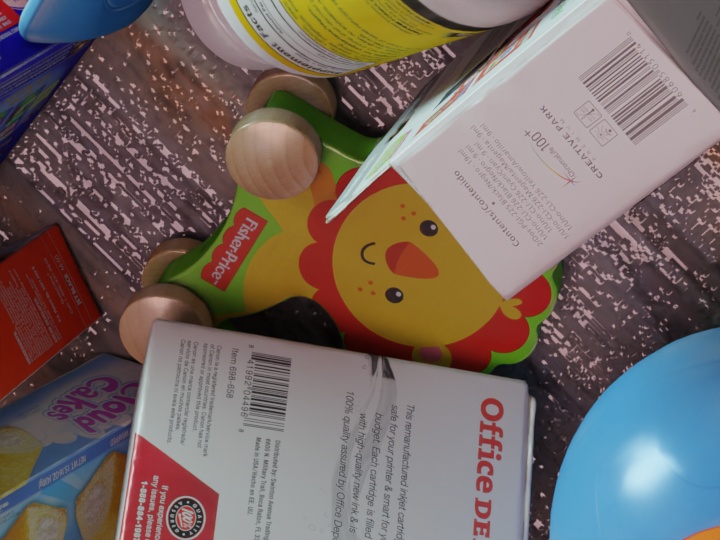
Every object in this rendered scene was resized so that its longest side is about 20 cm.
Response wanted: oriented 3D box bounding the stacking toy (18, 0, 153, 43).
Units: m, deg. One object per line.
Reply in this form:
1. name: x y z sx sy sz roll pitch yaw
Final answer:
1. stacking toy: -0.173 -0.218 1.206 0.200 0.116 0.110 43 122 12

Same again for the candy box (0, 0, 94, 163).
1. candy box: -0.236 -0.066 1.236 0.077 0.169 0.200 42 117 2

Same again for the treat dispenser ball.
1. treat dispenser ball: 0.190 0.126 1.163 0.200 0.201 0.202 6 113 15

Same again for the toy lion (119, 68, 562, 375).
1. toy lion: 0.000 0.000 1.252 0.191 0.069 0.200 30 122 -7

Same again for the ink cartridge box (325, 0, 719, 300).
1. ink cartridge box: 0.092 -0.076 1.111 0.175 0.200 0.084 -38 97 26

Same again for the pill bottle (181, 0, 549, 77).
1. pill bottle: 0.001 -0.152 1.123 0.200 0.112 0.113 -10 111 55

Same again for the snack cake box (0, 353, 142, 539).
1. snack cake box: -0.171 0.134 1.276 0.067 0.200 0.115 16 116 28

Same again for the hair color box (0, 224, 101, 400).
1. hair color box: -0.229 0.049 1.262 0.111 0.200 0.064 -22 101 23

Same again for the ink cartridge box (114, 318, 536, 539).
1. ink cartridge box: -0.020 0.119 1.220 0.199 0.145 0.084 10 147 -6
